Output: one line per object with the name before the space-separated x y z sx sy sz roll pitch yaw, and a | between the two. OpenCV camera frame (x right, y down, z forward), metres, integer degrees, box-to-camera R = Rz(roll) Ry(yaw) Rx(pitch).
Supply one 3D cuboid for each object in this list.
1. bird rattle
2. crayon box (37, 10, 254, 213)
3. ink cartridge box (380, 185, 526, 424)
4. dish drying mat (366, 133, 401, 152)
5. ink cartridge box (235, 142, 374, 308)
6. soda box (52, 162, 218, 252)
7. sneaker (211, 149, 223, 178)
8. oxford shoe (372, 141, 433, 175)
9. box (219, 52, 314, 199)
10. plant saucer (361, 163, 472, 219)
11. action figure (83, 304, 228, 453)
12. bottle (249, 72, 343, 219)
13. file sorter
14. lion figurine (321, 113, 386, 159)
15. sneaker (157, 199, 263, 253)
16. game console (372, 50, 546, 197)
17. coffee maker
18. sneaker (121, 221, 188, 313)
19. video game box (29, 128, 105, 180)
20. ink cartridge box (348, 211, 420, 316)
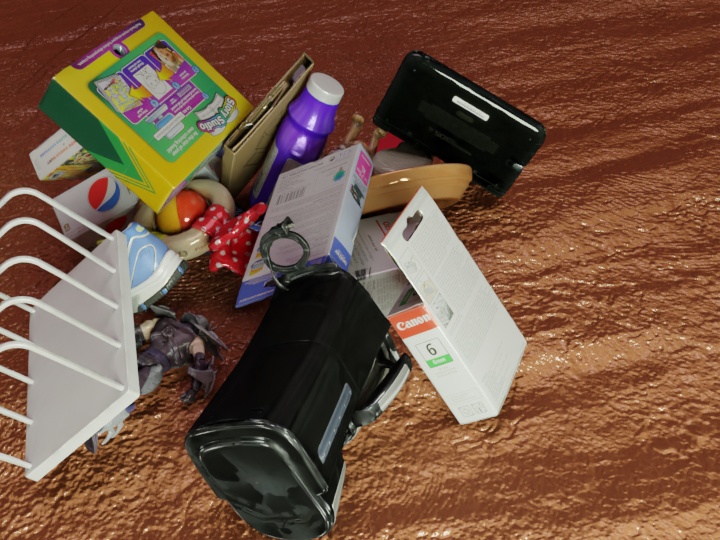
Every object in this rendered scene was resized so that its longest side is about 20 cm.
bird rattle | -0.202 -0.054 0.944 0.197 0.113 0.165 -23 43 8
crayon box | -0.241 -0.190 0.955 0.172 0.058 0.201 43 42 -10
ink cartridge box | 0.079 0.033 0.783 0.050 0.201 0.109 -23 19 39
dish drying mat | 0.088 -0.206 1.259 0.198 0.019 0.076 -31 43 -30
ink cartridge box | -0.057 -0.042 0.874 0.117 0.042 0.202 -17 40 31
soda box | -0.286 -0.102 1.039 0.197 0.068 0.065 -30 76 3
sneaker | -0.255 -0.116 1.136 0.197 0.076 0.089 -23 46 -10
oxford shoe | 0.060 -0.132 1.081 0.074 0.059 0.200 15 16 9
box | -0.128 -0.178 1.070 0.021 0.200 0.165 37 71 -1
plant saucer | 0.044 -0.088 1.007 0.196 0.038 0.200 -12 -3 -1
action figure | -0.220 0.102 0.831 0.128 0.071 0.200 12 35 33
bottle | -0.082 -0.158 1.055 0.064 0.202 0.084 23 34 -11
file sorter | -0.293 0.048 0.724 0.138 0.124 0.202 -37 44 17
lion figurine | -0.033 -0.139 1.114 0.072 0.199 0.124 30 70 -16
sneaker | -0.160 -0.056 1.034 0.196 0.071 0.078 10 45 21
game console | 0.125 -0.195 1.060 0.197 0.177 0.117 28 47 -5
coffee maker | -0.066 0.099 0.716 0.192 0.134 0.201 43 39 -11
sneaker | -0.274 0.021 0.877 0.198 0.077 0.076 -34 17 20
video game box | -0.310 -0.182 1.102 0.180 0.048 0.199 -30 -8 29
ink cartridge box | 0.000 0.000 0.940 0.196 0.069 0.117 -13 37 -11
